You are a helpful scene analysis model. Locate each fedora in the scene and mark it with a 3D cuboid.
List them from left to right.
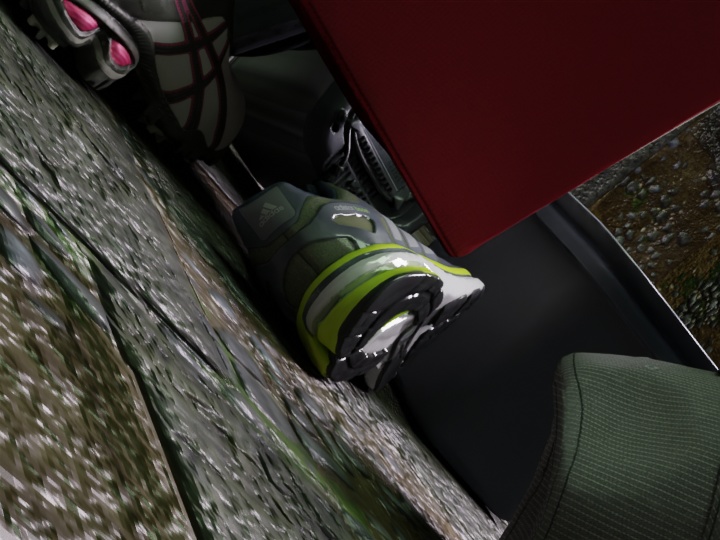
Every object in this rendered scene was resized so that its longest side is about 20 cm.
[{"bbox_3d":[0.098,0.091,0.642,0.090,0.177,0.200,21,13,1],"label":"fedora"}]

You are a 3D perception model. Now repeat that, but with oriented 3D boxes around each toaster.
[{"bbox_3d":[0.006,-0.100,1.009,0.129,0.200,0.114,24,-28,50],"label":"toaster"}]

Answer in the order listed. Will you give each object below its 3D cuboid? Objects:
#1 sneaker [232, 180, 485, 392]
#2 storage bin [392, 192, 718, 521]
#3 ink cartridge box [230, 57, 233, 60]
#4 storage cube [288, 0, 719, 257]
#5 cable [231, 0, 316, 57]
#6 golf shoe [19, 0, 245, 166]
[{"bbox_3d":[0.000,0.000,0.773,0.081,0.074,0.200,49,2,12],"label":"sneaker"},{"bbox_3d":[0.091,0.042,0.940,0.146,0.134,0.200,49,5,-23],"label":"storage bin"},{"bbox_3d":[-0.077,-0.238,1.096,0.176,0.200,0.045,53,18,18],"label":"ink cartridge box"},{"bbox_3d":[0.053,-0.147,0.814,0.180,0.200,0.171,57,1,-30],"label":"storage cube"},{"bbox_3d":[-0.041,-0.162,0.978,0.163,0.200,0.051,-134,-156,-63],"label":"cable"},{"bbox_3d":[-0.077,-0.107,0.756,0.077,0.088,0.200,51,3,19],"label":"golf shoe"}]
